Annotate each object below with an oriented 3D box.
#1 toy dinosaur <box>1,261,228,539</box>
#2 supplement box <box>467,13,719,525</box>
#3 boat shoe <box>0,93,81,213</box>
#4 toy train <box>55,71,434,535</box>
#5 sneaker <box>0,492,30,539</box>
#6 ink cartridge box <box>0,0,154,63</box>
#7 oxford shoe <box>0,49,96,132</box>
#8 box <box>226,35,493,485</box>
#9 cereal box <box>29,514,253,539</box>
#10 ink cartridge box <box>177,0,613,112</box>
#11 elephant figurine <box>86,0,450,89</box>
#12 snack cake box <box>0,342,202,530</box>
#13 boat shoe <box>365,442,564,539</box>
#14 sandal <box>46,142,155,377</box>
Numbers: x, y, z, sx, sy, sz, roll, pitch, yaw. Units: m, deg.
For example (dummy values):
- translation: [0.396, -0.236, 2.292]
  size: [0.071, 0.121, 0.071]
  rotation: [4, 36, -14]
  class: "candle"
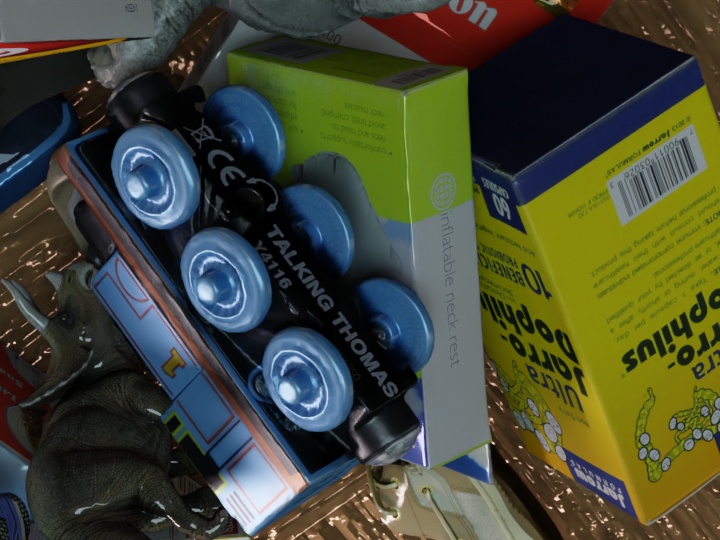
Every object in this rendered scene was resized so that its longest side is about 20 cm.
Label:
- translation: [-0.111, 0.092, 0.976]
  size: [0.102, 0.200, 0.077]
  rotation: [-2, 140, -3]
  class: "toy dinosaur"
- translation: [0.115, -0.001, 1.015]
  size: [0.109, 0.109, 0.200]
  rotation: [-33, 119, -17]
  class: "supplement box"
- translation: [-0.228, -0.031, 1.030]
  size: [0.200, 0.084, 0.069]
  rotation: [-36, 84, -11]
  class: "boat shoe"
- translation: [-0.055, 0.011, 0.928]
  size: [0.200, 0.087, 0.114]
  rotation: [52, 133, 7]
  class: "toy train"
- translation: [-0.234, 0.102, 0.957]
  size: [0.200, 0.078, 0.075]
  rotation: [27, 135, 12]
  class: "sneaker"
- translation: [-0.195, -0.118, 0.875]
  size: [0.200, 0.176, 0.084]
  rotation: [-7, 94, 21]
  class: "ink cartridge box"
- translation: [-0.166, -0.108, 0.984]
  size: [0.200, 0.071, 0.071]
  rotation: [-41, 125, -22]
  class: "oxford shoe"
- translation: [0.000, 0.000, 0.981]
  size: [0.048, 0.122, 0.200]
  rotation: [-22, 117, -39]
  class: "box"
- translation: [-0.145, 0.188, 1.011]
  size: [0.200, 0.040, 0.144]
  rotation: [-4, 110, -4]
  class: "cereal box"
- translation: [0.011, -0.090, 1.033]
  size: [0.160, 0.047, 0.200]
  rotation: [30, 108, -15]
  class: "ink cartridge box"
- translation: [-0.008, -0.162, 0.950]
  size: [0.155, 0.141, 0.200]
  rotation: [18, 102, 23]
  class: "elephant figurine"
- translation: [-0.160, 0.109, 1.061]
  size: [0.200, 0.115, 0.067]
  rotation: [38, 104, -17]
  class: "snack cake box"
- translation: [0.039, 0.109, 1.097]
  size: [0.066, 0.074, 0.200]
  rotation: [-33, 114, 8]
  class: "boat shoe"
- translation: [-0.089, 0.019, 1.041]
  size: [0.080, 0.054, 0.200]
  rotation: [-13, 132, 28]
  class: "sandal"
